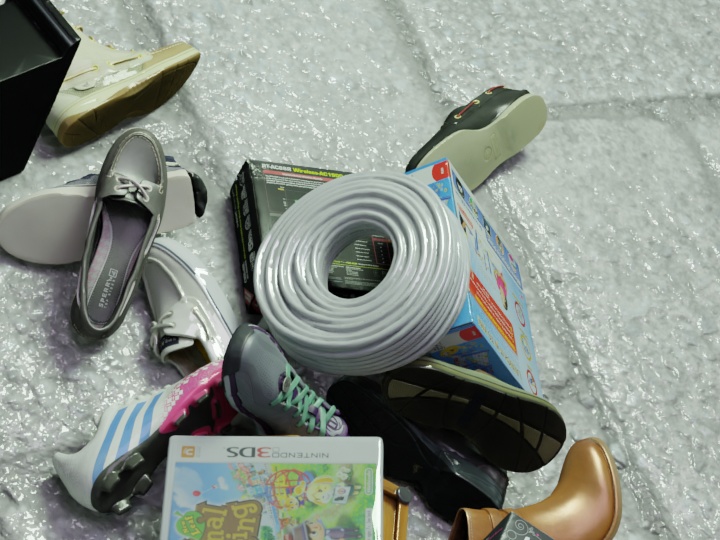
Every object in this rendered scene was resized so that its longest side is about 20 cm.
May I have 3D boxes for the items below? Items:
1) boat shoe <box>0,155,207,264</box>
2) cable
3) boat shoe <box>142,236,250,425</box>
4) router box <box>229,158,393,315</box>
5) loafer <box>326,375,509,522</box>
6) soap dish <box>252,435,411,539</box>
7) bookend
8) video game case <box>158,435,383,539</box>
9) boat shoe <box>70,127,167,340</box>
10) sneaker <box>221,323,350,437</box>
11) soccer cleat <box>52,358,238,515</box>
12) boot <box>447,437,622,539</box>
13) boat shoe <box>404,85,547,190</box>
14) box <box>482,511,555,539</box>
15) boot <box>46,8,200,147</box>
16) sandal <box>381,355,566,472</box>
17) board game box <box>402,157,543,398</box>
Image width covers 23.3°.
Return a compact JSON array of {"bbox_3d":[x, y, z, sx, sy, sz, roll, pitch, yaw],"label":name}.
[{"bbox_3d":[-0.251,-0.061,1.662,0.199,0.075,0.093,-10,20,-15],"label":"boat shoe"},{"bbox_3d":[0.000,0.000,1.590,0.199,0.069,0.200,6,65,26],"label":"cable"},{"bbox_3d":[-0.159,0.058,1.610,0.070,0.071,0.200,-22,74,-41],"label":"boat shoe"},{"bbox_3d":[-0.024,-0.025,1.747,0.200,0.062,0.150,7,54,-23],"label":"router box"},{"bbox_3d":[0.055,0.161,1.645,0.200,0.073,0.072,41,37,-6],"label":"loafer"},{"bbox_3d":[-0.033,0.247,1.493,0.157,0.081,0.200,30,44,-26],"label":"soap dish"},{"bbox_3d":[-0.378,-0.146,1.561,0.200,0.199,0.092,-30,74,-40],"label":"bookend"},{"bbox_3d":[-0.072,0.220,1.411,0.182,0.022,0.200,0,50,1],"label":"video game case"},{"bbox_3d":[-0.216,-0.033,1.586,0.067,0.057,0.201,16,86,-15],"label":"boat shoe"},{"bbox_3d":[-0.056,0.111,1.525,0.087,0.200,0.075,11,63,21],"label":"sneaker"},{"bbox_3d":[-0.181,0.128,1.518,0.086,0.070,0.200,29,53,34],"label":"soccer cleat"},{"bbox_3d":[0.154,0.234,1.594,0.154,0.074,0.200,19,68,-24],"label":"boot"},{"bbox_3d":[0.118,-0.141,1.919,0.063,0.074,0.201,22,46,41],"label":"boat shoe"},{"bbox_3d":[0.117,0.318,1.457,0.132,0.200,0.115,33,46,-2],"label":"box"},{"bbox_3d":[-0.273,-0.221,1.767,0.155,0.072,0.200,45,48,14],"label":"boot"},{"bbox_3d":[0.109,0.122,1.620,0.201,0.080,0.057,29,22,-21],"label":"sandal"},{"bbox_3d":[0.109,0.027,1.703,0.200,0.056,0.196,51,26,-49],"label":"board game box"}]
